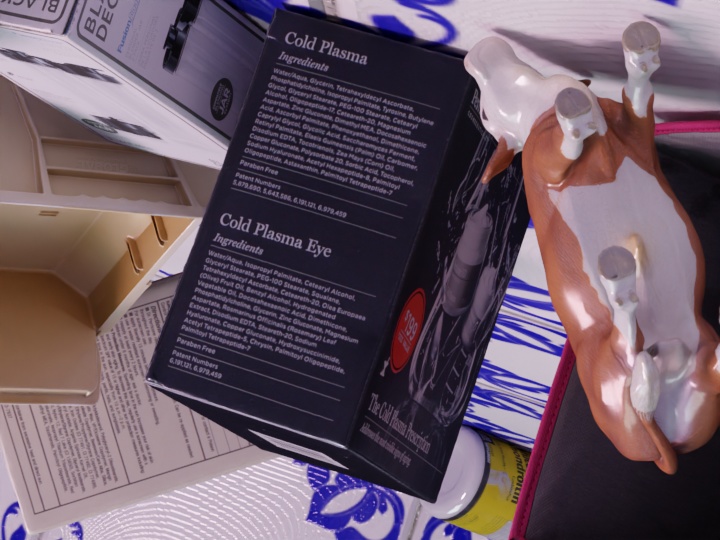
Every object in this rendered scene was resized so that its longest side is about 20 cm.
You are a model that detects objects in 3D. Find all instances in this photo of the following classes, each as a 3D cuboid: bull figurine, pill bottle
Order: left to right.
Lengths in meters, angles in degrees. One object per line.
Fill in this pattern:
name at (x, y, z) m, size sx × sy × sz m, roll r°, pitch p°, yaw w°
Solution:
pill bottle at (0.171, 0.264, 2.652) m, size 0.199 × 0.113 × 0.112 m, roll 24°, pitch 170°, yaw -34°
bull figurine at (0.098, -0.022, 0.885) m, size 0.065 × 0.201 × 0.122 m, roll -18°, pitch 159°, yaw -8°

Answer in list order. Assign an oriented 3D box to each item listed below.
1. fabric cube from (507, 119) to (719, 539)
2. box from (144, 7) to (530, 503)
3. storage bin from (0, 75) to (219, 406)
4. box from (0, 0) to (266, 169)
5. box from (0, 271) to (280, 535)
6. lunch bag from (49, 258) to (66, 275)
fabric cube at (0.218, 0.064, 0.950) m, size 0.199 × 0.201 × 0.196 m, roll 22°, pitch 171°, yaw -35°
box at (0.000, 0.000, 1.078) m, size 0.103 × 0.183 × 0.200 m, roll 16°, pitch 172°, yaw 16°
storage bin at (-0.181, -0.015, 1.234) m, size 0.197 × 0.094 × 0.200 m, roll 4°, pitch 145°, yaw -37°
box at (-0.119, -0.110, 1.056) m, size 0.116 × 0.061 × 0.200 m, roll 14°, pitch 171°, yaw 31°
box at (-0.130, 0.074, 1.418) m, size 0.199 × 0.129 × 0.109 m, roll -17°, pitch 179°, yaw -4°
lunch bag at (-0.208, -0.062, 1.391) m, size 0.163 × 0.118 × 0.200 m, roll 25°, pitch 163°, yaw -15°
